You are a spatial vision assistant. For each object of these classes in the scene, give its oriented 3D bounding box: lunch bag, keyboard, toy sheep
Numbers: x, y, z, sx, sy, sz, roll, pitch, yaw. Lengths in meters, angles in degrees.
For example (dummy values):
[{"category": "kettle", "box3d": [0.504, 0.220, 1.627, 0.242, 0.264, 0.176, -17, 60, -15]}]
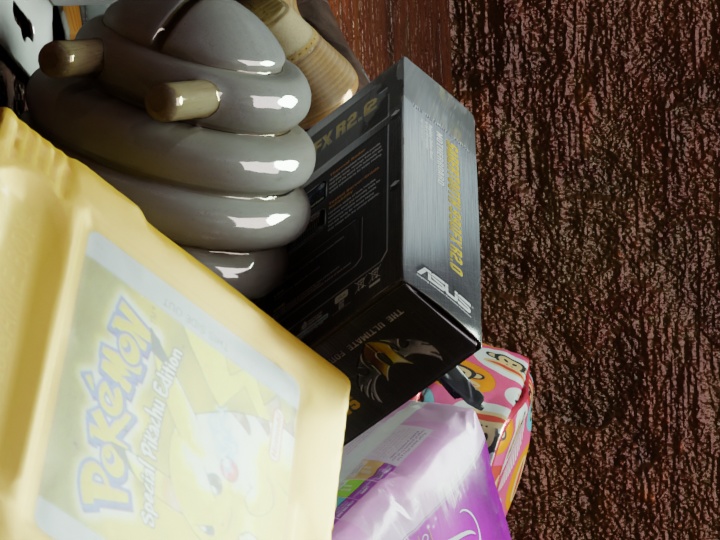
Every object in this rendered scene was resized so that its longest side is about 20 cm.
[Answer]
[{"category": "lunch bag", "box3d": [0.032, 0.143, 1.583, 0.176, 0.082, 0.200, -58, 165, -75]}, {"category": "keyboard", "box3d": [0.000, 0.000, 1.482, 0.127, 0.021, 0.200, 52, -1, -20]}, {"category": "toy sheep", "box3d": [-0.080, -0.043, 1.169, 0.138, 0.138, 0.200, -68, 178, -75]}]

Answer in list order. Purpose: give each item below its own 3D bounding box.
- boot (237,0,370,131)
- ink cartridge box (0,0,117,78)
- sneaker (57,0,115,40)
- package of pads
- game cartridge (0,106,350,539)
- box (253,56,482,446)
[{"category": "boot", "box3d": [-0.021, -0.086, 1.621, 0.166, 0.072, 0.200, 58, 4, -19]}, {"category": "ink cartridge box", "box3d": [-0.109, -0.181, 1.218, 0.115, 0.068, 0.200, 58, 31, -77]}, {"category": "sneaker", "box3d": [-0.090, -0.134, 1.333, 0.200, 0.077, 0.078, -83, 171, -47]}, {"category": "package of pads", "box3d": [-0.009, 0.156, 1.326, 0.200, 0.076, 0.121, -40, 124, -45]}, {"category": "game cartridge", "box3d": [-0.084, 0.058, 1.043, 0.200, 0.032, 0.176, 41, 41, -35]}, {"category": "box", "box3d": [-0.038, 0.022, 1.238, 0.048, 0.200, 0.158, 41, 28, -26]}]
